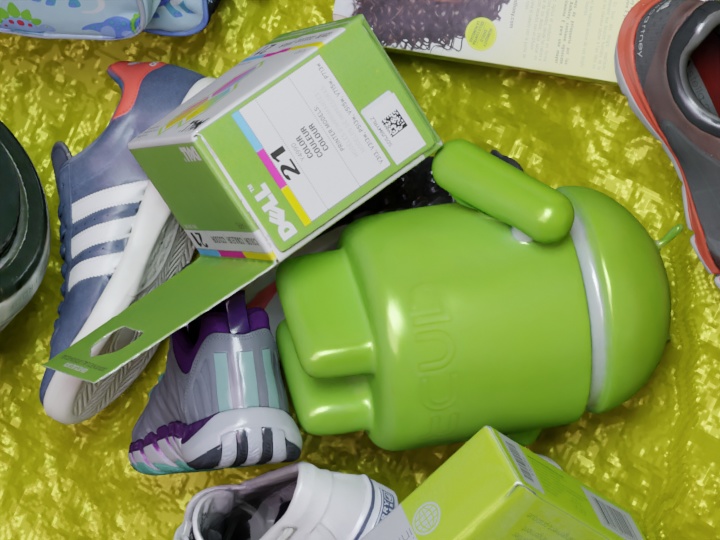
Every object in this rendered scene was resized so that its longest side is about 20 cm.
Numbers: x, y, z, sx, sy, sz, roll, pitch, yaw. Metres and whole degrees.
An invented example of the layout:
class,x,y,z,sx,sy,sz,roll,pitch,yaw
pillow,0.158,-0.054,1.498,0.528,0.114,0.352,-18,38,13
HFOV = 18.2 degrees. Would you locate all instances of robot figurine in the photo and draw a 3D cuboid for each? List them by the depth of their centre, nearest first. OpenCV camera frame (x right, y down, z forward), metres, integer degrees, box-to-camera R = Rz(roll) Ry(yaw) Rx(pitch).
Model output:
class,x,y,z,sx,sy,sz,roll,pitch,yaw
robot figurine,0.061,0.023,1.096,0.200,0.176,0.116,-9,46,-10

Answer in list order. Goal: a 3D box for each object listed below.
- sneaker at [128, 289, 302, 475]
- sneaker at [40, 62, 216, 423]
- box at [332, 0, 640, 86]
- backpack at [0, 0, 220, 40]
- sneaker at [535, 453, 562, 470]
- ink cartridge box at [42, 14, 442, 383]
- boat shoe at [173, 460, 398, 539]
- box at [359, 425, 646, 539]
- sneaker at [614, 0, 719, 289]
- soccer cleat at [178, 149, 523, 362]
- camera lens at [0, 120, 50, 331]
class,x,y,z,sx,sy,sz,roll,pitch,yaw
sneaker,-0.073,0.058,1.145,0.074,0.200,0.088,-3,85,-19
sneaker,-0.138,-0.019,1.211,0.084,0.075,0.200,24,88,18
box,0.088,-0.136,1.144,0.200,0.050,0.075,10,93,20
backpack,-0.152,-0.220,1.146,0.183,0.147,0.200,7,123,20
sneaker,0.024,0.169,1.148,0.200,0.085,0.073,-42,74,14
ink cartridge box,-0.078,-0.034,1.086,0.200,0.148,0.076,-36,102,-14
boat shoe,-0.061,0.136,1.148,0.200,0.065,0.074,-33,36,46
box,0.034,0.174,1.087,0.200,0.122,0.048,-43,43,15
sneaker,0.192,-0.043,1.055,0.077,0.082,0.200,-41,102,-13
soccer cleat,0.000,0.000,1.177,0.200,0.068,0.073,-23,114,9
camera lens,-0.269,0.000,1.189,0.200,0.160,0.160,-41,74,44
